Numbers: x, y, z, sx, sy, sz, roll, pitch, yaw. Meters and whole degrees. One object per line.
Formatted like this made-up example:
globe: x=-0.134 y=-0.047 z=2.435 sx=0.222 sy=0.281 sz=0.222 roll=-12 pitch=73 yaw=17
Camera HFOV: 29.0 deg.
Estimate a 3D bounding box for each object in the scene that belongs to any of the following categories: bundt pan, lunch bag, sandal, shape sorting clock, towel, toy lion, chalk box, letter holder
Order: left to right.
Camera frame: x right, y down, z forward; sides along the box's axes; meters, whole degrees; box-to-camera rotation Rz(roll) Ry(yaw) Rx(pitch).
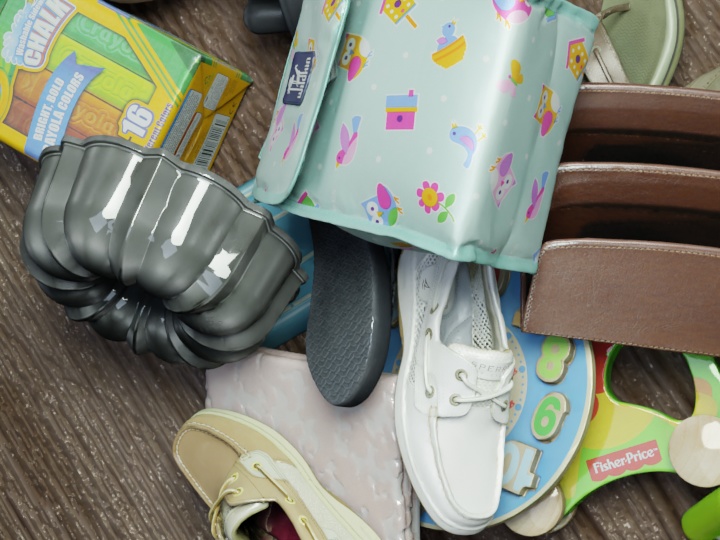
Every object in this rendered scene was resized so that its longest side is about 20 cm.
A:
chalk box: x=-0.205 y=-0.139 z=1.031 sx=0.199 sy=0.124 sz=0.125 roll=28 pitch=96 yaw=12
bundt pan: x=-0.141 y=-0.001 z=0.932 sx=0.201 sy=0.202 sz=0.076 roll=17 pitch=64 yaw=13
towel: x=-0.036 y=0.156 z=0.985 sx=0.190 sy=0.032 sz=0.202 roll=6 pitch=102 yaw=39
sandal: x=0.000 y=-0.001 z=0.939 sx=0.076 sy=0.043 sz=0.201 roll=-37 pitch=42 yaw=40
lunch bag: x=0.023 y=-0.102 z=0.858 sx=0.199 sy=0.122 sz=0.172 roll=18 pitch=96 yaw=35
shape sorting clock: x=0.066 y=0.078 z=0.962 sx=0.199 sy=0.039 sz=0.202 roll=-6 pitch=78 yaw=30
toy lion: x=0.149 y=0.078 z=0.977 sx=0.199 sy=0.069 sz=0.193 roll=-19 pitch=77 yaw=17
sandal: x=0.164 y=-0.125 z=0.957 sx=0.080 sy=0.057 sz=0.202 roll=27 pitch=99 yaw=56
letter holder: x=0.210 y=-0.031 z=0.885 sx=0.198 sy=0.101 sz=0.143 roll=7 pitch=133 yaw=0

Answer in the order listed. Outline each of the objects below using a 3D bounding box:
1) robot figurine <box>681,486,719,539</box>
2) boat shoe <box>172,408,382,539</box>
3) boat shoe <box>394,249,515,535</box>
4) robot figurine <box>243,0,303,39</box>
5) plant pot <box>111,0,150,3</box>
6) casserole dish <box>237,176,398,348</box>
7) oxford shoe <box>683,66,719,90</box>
robot figurine: x=0.299 y=0.192 z=0.907 sx=0.175 sy=0.116 sz=0.201 roll=33 pitch=98 yaw=5
boat shoe: x=-0.066 y=0.163 z=0.947 sx=0.199 sy=0.066 sz=0.074 roll=33 pitch=119 yaw=31
boat shoe: x=0.066 y=0.065 z=0.892 sx=0.069 sy=0.070 sz=0.202 roll=-28 pitch=63 yaw=52
robot figurine: x=0.011 y=-0.217 z=0.977 sx=0.198 sy=0.150 sz=0.126 roll=-4 pitch=76 yaw=14
plant pot: x=-0.151 y=-0.252 z=0.977 sx=0.200 sy=0.201 sz=0.093 roll=-23 pitch=82 yaw=13
casserole dish: x=-0.067 y=-0.012 z=1.041 sx=0.199 sy=0.039 sz=0.122 roll=-30 pitch=82 yaw=13
oxford shoe: x=0.249 y=-0.110 z=0.943 sx=0.200 sy=0.075 sz=0.071 roll=-41 pitch=81 yaw=12
